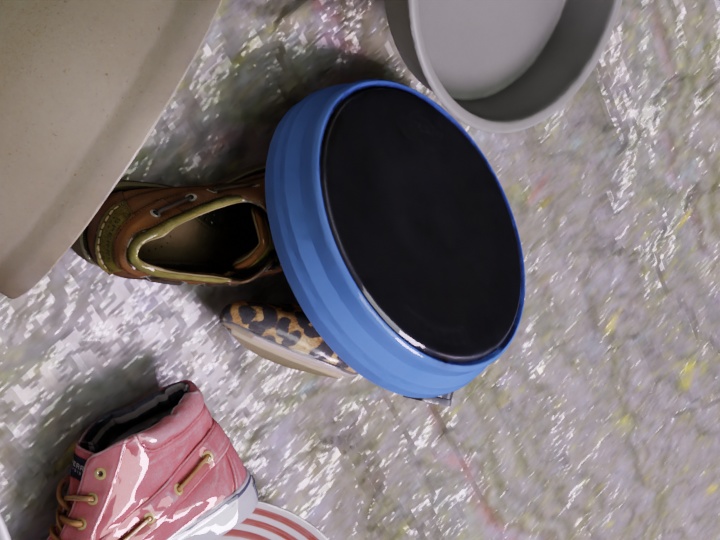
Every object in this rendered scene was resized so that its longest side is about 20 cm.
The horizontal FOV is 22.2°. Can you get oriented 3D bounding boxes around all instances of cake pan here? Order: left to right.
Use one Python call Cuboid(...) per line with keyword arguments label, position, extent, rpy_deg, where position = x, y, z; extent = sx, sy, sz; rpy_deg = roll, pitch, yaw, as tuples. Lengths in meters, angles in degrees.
Cuboid(label="cake pan", position=(0.086, -0.182, 1.081), extent=(0.200, 0.037, 0.201), rpy_deg=(-19, 117, -41))

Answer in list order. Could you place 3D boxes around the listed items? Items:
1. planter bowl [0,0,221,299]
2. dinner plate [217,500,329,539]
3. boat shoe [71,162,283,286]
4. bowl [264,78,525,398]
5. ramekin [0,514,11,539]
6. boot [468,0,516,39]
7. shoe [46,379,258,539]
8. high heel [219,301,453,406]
Cuboid(label="planter bowl", position=(-0.175, -0.106, 0.898), extent=(0.135, 0.200, 0.200), rpy_deg=(33, 85, -16))
Cuboid(label="dinner plate", position=(-0.094, 0.241, 1.177), extent=(0.200, 0.024, 0.201), rpy_deg=(-2, 97, -16))
Cuboid(label="boat shoe", position=(-0.072, -0.019, 1.087), extent=(0.200, 0.068, 0.072), rpy_deg=(-10, 113, -38))
Cuboid(label="bowl", position=(0.028, -0.023, 1.110), extent=(0.200, 0.039, 0.201), rpy_deg=(26, 52, -39))
Cuboid(label="ramekin", position=(-0.292, 0.165, 0.957), extent=(0.200, 0.105, 0.200), rpy_deg=(-17, 119, -34))
Cuboid(label="boot", position=(0.016, -0.187, 1.089), extent=(0.200, 0.073, 0.156), rpy_deg=(-42, 131, -26))
Cuboid(label="shoe", position=(-0.161, 0.149, 1.091), extent=(0.200, 0.071, 0.091), rpy_deg=(-33, 111, -18))
Cuboid(label="high heel", position=(0.000, 0.000, 1.171), extent=(0.200, 0.071, 0.143), rpy_deg=(17, 85, -40))
